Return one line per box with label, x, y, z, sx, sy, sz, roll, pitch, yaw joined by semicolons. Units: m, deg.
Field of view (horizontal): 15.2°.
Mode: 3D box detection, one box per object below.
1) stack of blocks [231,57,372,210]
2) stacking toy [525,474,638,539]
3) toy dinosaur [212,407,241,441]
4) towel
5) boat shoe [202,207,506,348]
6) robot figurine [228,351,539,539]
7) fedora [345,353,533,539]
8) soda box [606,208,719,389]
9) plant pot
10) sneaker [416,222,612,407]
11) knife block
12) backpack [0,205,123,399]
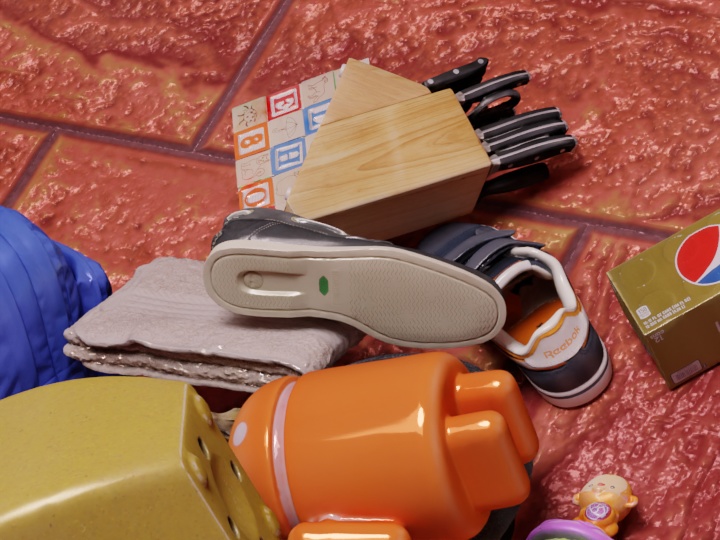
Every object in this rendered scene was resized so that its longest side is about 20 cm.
stack of blocks;-0.026;-0.050;1.955;0.115;0.059;0.201;-18;47;13
stacking toy;0.129;0.197;1.650;0.115;0.110;0.200;-1;41;30
toy dinosaur;-0.066;0.110;1.828;0.058;0.200;0.101;46;111;6
towel;-0.091;0.034;1.819;0.199;0.035;0.133;6;28;27
boat shoe;0.000;0.000;1.762;0.199;0.072;0.068;11;32;5
robot figurine;0.004;0.114;1.626;0.199;0.117;0.145;-10;72;21
fedora;0.028;0.148;1.735;0.199;0.092;0.201;-15;47;16
soda box;0.268;-0.008;1.765;0.199;0.064;0.068;-29;45;2
plant pot;-0.154;0.170;1.522;0.199;0.196;0.194;-28;19;9
sneaker;0.096;0.009;1.831;0.078;0.080;0.200;-41;44;-9
knife block;0.050;-0.066;1.877;0.175;0.064;0.201;21;55;2
backpack;-0.258;0.042;1.886;0.162;0.201;0.168;16;44;44
